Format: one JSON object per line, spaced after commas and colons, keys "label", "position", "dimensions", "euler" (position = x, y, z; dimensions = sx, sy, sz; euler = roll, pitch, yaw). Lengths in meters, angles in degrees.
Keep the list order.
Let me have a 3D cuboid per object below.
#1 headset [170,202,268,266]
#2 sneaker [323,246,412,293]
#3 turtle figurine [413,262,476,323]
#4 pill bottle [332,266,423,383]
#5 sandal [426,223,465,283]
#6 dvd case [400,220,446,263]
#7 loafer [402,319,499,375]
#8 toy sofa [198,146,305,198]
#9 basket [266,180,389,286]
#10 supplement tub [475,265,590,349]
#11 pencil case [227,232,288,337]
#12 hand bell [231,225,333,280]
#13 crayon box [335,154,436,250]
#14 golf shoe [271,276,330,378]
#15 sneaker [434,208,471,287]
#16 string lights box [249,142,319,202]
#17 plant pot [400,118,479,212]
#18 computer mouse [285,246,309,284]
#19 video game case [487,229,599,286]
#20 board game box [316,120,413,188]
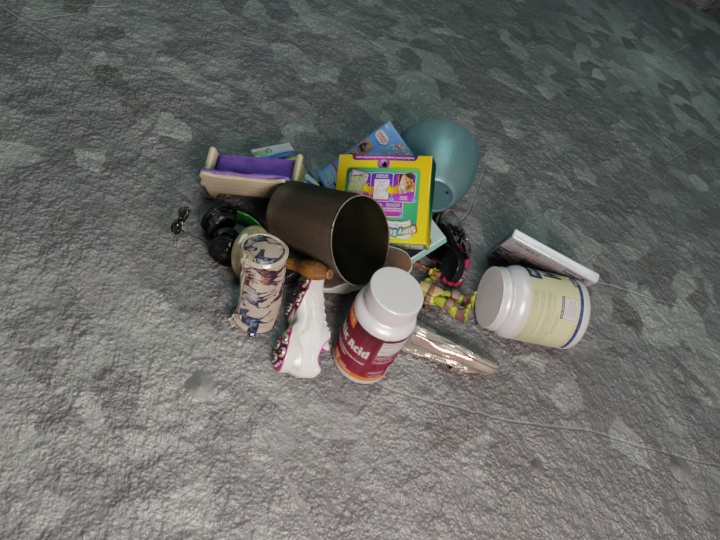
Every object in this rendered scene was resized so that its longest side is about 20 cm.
{"label": "headset", "position": [-0.253, -0.077, 1.201], "dimensions": [0.196, 0.094, 0.125], "euler": [3, 49, -37]}
{"label": "sneaker", "position": [0.000, 0.000, 1.244], "dimensions": [0.194, 0.085, 0.075], "euler": [-8, 80, -13]}
{"label": "turtle figurine", "position": [0.143, 0.051, 1.285], "dimensions": [0.158, 0.066, 0.200], "euler": [22, 22, 15]}
{"label": "pill bottle", "position": [0.029, 0.095, 1.109], "dimensions": [0.111, 0.202, 0.116], "euler": [12, 47, -13]}
{"label": "sandal", "position": [0.163, -0.046, 1.338], "dimensions": [0.047, 0.077, 0.201], "euler": [13, 22, -18]}
{"label": "dvd case", "position": [0.070, -0.095, 1.347], "dimensions": [0.144, 0.022, 0.202], "euler": [-30, 54, -2]}
{"label": "loafer", "position": [0.166, 0.158, 1.228], "dimensions": [0.196, 0.064, 0.072], "euler": [26, 13, -6]}
{"label": "toy sofa", "position": [-0.209, -0.191, 1.260], "dimensions": [0.194, 0.098, 0.085], "euler": [6, 67, 10]}
{"label": "basket", "position": [-0.067, -0.082, 1.153], "dimensions": [0.197, 0.182, 0.137], "euler": [25, 65, 38]}
{"label": "supplement tub", "position": [0.347, 0.072, 1.312], "dimensions": [0.195, 0.146, 0.148], "euler": [12, 48, -15]}
{"label": "pencil case", "position": [-0.171, 0.025, 1.079], "dimensions": [0.088, 0.202, 0.078], "euler": [-25, 60, -31]}
{"label": "hand bell", "position": [-0.125, -0.013, 1.131], "dimensions": [0.196, 0.107, 0.104], "euler": [13, 34, 39]}
{"label": "crayon box", "position": [0.046, -0.138, 1.294], "dimensions": [0.194, 0.058, 0.178], "euler": [4, 83, 15]}
{"label": "golf shoe", "position": [-0.088, 0.093, 1.137], "dimensions": [0.090, 0.075, 0.205], "euler": [25, 67, -18]}
{"label": "sneaker", "position": [0.209, -0.061, 1.411], "dimensions": [0.078, 0.075, 0.204], "euler": [10, 48, -15]}
{"label": "string lights box", "position": [-0.146, -0.170, 1.351], "dimensions": [0.101, 0.059, 0.202], "euler": [-19, 62, -36]}
{"label": "plant pot", "position": [0.164, -0.209, 1.430], "dimensions": [0.195, 0.202, 0.137], "euler": [17, 48, -9]}
{"label": "computer mouse", "position": [-0.093, -0.048, 1.250], "dimensions": [0.058, 0.034, 0.200], "euler": [32, 70, 31]}
{"label": "video game case", "position": [0.386, -0.013, 1.389], "dimensions": [0.196, 0.182, 0.023], "euler": [28, 78, 0]}
{"label": "board game box", "position": [0.018, -0.209, 1.383], "dimensions": [0.198, 0.037, 0.153], "euler": [-35, 56, 6]}
